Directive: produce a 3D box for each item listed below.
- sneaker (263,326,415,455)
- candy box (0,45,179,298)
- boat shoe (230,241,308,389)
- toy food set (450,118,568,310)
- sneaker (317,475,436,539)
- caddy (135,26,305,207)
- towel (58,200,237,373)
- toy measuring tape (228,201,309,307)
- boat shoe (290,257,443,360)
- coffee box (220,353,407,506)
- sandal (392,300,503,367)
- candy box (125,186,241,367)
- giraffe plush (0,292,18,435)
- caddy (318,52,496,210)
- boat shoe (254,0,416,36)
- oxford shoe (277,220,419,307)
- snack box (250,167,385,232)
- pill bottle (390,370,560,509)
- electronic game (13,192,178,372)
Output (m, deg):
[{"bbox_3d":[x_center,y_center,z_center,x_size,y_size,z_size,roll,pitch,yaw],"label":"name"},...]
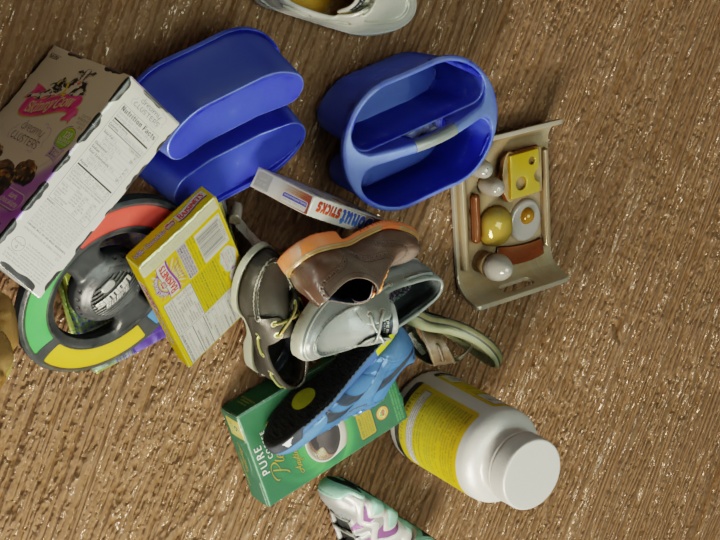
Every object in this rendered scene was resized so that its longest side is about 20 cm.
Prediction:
[{"bbox_3d":[-0.016,0.137,1.732,0.200,0.066,0.079,-44,125,-17],"label":"sneaker"},{"bbox_3d":[-0.281,-0.094,1.458,0.200,0.167,0.072,-53,127,-9],"label":"candy box"},{"bbox_3d":[-0.086,0.049,1.661,0.072,0.060,0.202,-42,152,-24],"label":"boat shoe"},{"bbox_3d":[0.179,-0.067,1.863,0.143,0.060,0.201,-17,114,-30],"label":"toy food set"},{"bbox_3d":[-0.005,0.329,1.849,0.200,0.078,0.140,39,80,-37],"label":"sneaker"},{"bbox_3d":[-0.147,-0.152,1.579,0.199,0.105,0.142,-29,144,-25],"label":"caddy"},{"bbox_3d":[-0.208,0.006,1.635,0.199,0.023,0.145,-25,119,-27],"label":"towel"},{"bbox_3d":[-0.060,-0.008,1.700,0.074,0.073,0.200,-48,129,-13],"label":"toy measuring tape"},{"bbox_3d":[0.012,0.041,1.684,0.200,0.071,0.070,-32,135,-41],"label":"boat shoe"},{"bbox_3d":[-0.049,0.156,1.783,0.199,0.044,0.124,-31,119,-24],"label":"coffee box"},{"bbox_3d":[0.071,0.074,1.824,0.200,0.080,0.058,21,87,-29],"label":"sandal"},{"bbox_3d":[-0.161,0.010,1.585,0.102,0.026,0.200,-42,152,-16],"label":"candy box"},{"bbox_3d":[-0.389,0.124,1.455,0.173,0.199,0.163,-45,135,-45],"label":"giraffe plush"},{"bbox_3d":[0.053,-0.149,1.707,0.199,0.105,0.142,-26,119,-26],"label":"caddy"},{"bbox_3d":[-0.015,-0.279,1.650,0.199,0.070,0.071,7,100,-36],"label":"boat shoe"},{"bbox_3d":[0.000,0.000,1.640,0.199,0.073,0.071,-14,156,-49],"label":"oxford shoe"},{"bbox_3d":[-0.036,-0.066,1.649,0.024,0.072,0.200,-65,156,4],"label":"snack box"},{"bbox_3d":[0.131,0.194,1.824,0.111,0.200,0.112,-11,111,-31],"label":"pill bottle"},{"bbox_3d":[-0.241,0.013,1.537,0.199,0.042,0.201,-30,144,-25],"label":"electronic game"}]
